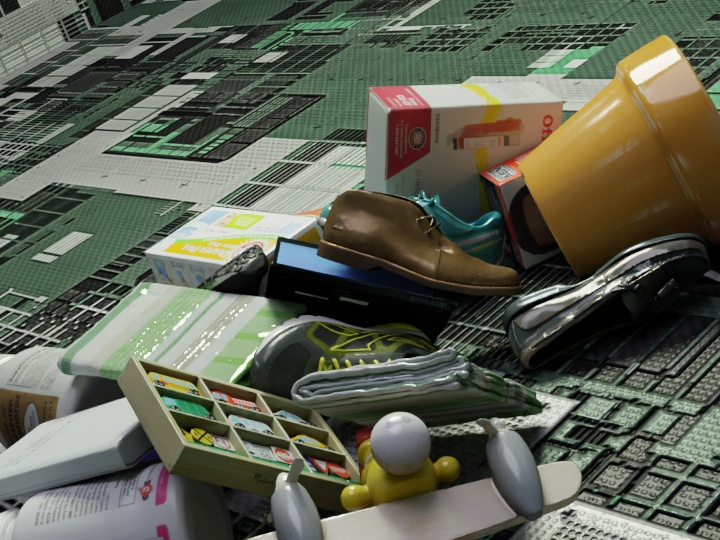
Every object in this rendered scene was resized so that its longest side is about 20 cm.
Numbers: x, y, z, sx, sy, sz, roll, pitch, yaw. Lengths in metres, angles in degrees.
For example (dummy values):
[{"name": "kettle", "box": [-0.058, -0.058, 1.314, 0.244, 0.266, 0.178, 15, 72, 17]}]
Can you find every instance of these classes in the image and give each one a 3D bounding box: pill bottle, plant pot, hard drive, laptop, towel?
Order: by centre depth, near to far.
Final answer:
[{"name": "towel", "box": [0.050, 0.100, 1.135, 0.147, 0.031, 0.200, -9, -15, 23]}, {"name": "pill bottle", "box": [-0.212, 0.227, 1.141, 0.197, 0.115, 0.114, -14, 24, 13]}, {"name": "hard drive", "box": [-0.238, 0.148, 1.205, 0.198, 0.027, 0.132, -18, 13, 33]}, {"name": "towel", "box": [-0.164, 0.068, 1.307, 0.198, 0.031, 0.149, 7, 34, 29]}, {"name": "plant pot", "box": [0.259, -0.093, 1.352, 0.182, 0.201, 0.201, -28, 22, 10]}, {"name": "laptop", "box": [0.000, 0.000, 1.363, 0.175, 0.105, 0.200, 11, -19, -3]}, {"name": "pill bottle", "box": [-0.307, 0.136, 1.410, 0.198, 0.115, 0.114, 2, 32, 42]}]

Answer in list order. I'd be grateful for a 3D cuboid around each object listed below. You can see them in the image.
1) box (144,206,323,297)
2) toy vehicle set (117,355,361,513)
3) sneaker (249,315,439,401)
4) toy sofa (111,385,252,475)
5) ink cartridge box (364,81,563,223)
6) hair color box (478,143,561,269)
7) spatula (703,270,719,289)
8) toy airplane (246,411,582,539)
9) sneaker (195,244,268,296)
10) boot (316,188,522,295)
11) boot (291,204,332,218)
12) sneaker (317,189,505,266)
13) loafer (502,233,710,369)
[{"name": "box", "box": [-0.129, 0.005, 1.557, 0.199, 0.102, 0.112, 7, 36, 47]}, {"name": "toy vehicle set", "box": [-0.091, 0.136, 1.140, 0.027, 0.199, 0.124, -58, 41, 14]}, {"name": "sneaker", "box": [-0.003, 0.083, 1.256, 0.198, 0.076, 0.084, -5, 17, -31]}, {"name": "toy sofa", "box": [-0.165, 0.137, 1.314, 0.082, 0.099, 0.201, -13, 26, 15]}, {"name": "ink cartridge box", "box": [0.110, -0.119, 1.500, 0.197, 0.147, 0.083, -5, 23, -16]}, {"name": "hair color box", "box": [0.234, -0.092, 1.469, 0.198, 0.102, 0.061, -26, 24, -9]}, {"name": "spatula", "box": [0.302, 0.001, 1.314, 0.198, 0.021, 0.057, -5, 30, 34]}, {"name": "toy airplane", "box": [0.035, 0.174, 1.013, 0.197, 0.143, 0.200, 10, 30, 33]}, {"name": "sneaker", "box": [-0.127, 0.044, 1.429, 0.076, 0.088, 0.200, -37, 0, -33]}, {"name": "boot", "box": [0.061, -0.024, 1.319, 0.197, 0.076, 0.074, 16, 3, 7]}, {"name": "boot", "box": [-0.017, -0.047, 1.625, 0.197, 0.076, 0.107, -6, 24, 12]}, {"name": "sneaker", "box": [0.052, -0.043, 1.433, 0.197, 0.081, 0.078, 10, 7, -12]}, {"name": "loafer", "box": [0.227, 0.034, 1.269, 0.198, 0.072, 0.063, -24, 43, 11]}]
